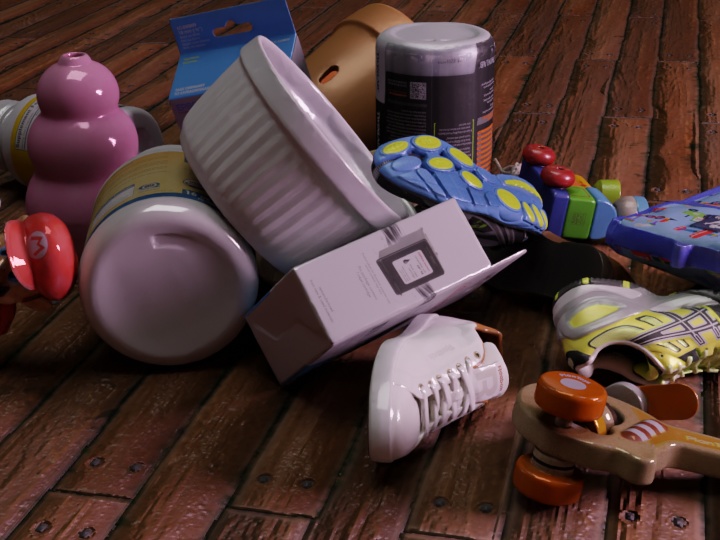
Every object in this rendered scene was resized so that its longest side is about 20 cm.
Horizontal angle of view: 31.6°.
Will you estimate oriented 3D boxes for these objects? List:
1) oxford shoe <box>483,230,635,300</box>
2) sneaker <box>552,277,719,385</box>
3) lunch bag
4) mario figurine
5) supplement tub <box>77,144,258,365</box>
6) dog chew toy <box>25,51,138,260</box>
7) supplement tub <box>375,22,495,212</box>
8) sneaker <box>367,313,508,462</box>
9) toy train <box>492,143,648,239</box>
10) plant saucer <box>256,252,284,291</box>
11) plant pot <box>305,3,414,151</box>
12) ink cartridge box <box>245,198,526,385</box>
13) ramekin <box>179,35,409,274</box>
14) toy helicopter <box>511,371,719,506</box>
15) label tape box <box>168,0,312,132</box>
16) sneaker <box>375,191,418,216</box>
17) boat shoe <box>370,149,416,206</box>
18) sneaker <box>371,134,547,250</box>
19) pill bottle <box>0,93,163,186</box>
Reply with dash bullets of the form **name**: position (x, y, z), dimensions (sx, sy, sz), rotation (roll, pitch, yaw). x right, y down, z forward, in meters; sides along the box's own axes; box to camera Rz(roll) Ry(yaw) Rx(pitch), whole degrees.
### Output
- **oxford shoe**: position (0.171, -0.002, 1.163), dimensions (0.071, 0.071, 0.200), rotation (21, 5, -35)
- **sneaker**: position (0.251, 0.060, 1.006), dimensions (0.200, 0.075, 0.077), rotation (3, 55, 1)
- **lunch bag**: position (0.313, -0.013, 1.068), dimensions (0.200, 0.094, 0.150), rotation (-4, 17, -45)
- **mario figurine**: position (-0.316, 0.006, 1.016), dimensions (0.200, 0.124, 0.106), rotation (-19, 35, 28)
- **supplement tub**: position (-0.163, -0.022, 1.095), dimensions (0.144, 0.145, 0.200), rotation (-3, 23, -6)
- **dog chew toy**: position (-0.270, -0.113, 1.246), dimensions (0.124, 0.200, 0.125), rotation (-1, 22, 0)
- **supplement tub**: position (0.076, -0.148, 1.316), dimensions (0.122, 0.200, 0.123), rotation (0, 22, 0)
- **sneaker**: position (0.061, 0.080, 0.935), dimensions (0.084, 0.073, 0.200), rotation (4, 22, 17)
- **toy train**: position (0.217, -0.084, 1.322), dimensions (0.115, 0.085, 0.200), rotation (6, 21, -10)
- **plant saucer**: position (0.000, 0.000, 1.187), dimensions (0.200, 0.030, 0.200), rotation (0, 22, 0)
- **plant pot**: position (-0.001, -0.182, 1.440), dimensions (0.140, 0.200, 0.200), rotation (-32, 34, -23)
- **ink cartridge box**: position (0.021, 0.010, 1.014), dimensions (0.200, 0.067, 0.116), rotation (-24, -9, -31)
- **ramekin**: position (-0.060, -0.086, 1.061), dimensions (0.105, 0.200, 0.200), rotation (-39, 22, 9)
- **toy helicopter**: position (0.203, 0.116, 0.874), dimensions (0.200, 0.079, 0.132), rotation (14, 16, 7)
- **label tape box**: position (-0.122, -0.174, 1.346), dimensions (0.144, 0.200, 0.063), rotation (-6, 29, 23)
- **sneaker**: position (-0.016, -0.040, 1.174), dimensions (0.200, 0.078, 0.090), rotation (29, 66, 37)
- **boat shoe**: position (-0.024, -0.077, 1.281), dimensions (0.200, 0.074, 0.066), rotation (-12, 3, 27)
- **sneaker**: position (0.080, -0.055, 1.083), dimensions (0.199, 0.083, 0.071), rotation (19, 44, -45)
- **pill bottle**: position (-0.330, -0.141, 1.431), dimensions (0.200, 0.112, 0.111), rotation (13, 26, 29)
